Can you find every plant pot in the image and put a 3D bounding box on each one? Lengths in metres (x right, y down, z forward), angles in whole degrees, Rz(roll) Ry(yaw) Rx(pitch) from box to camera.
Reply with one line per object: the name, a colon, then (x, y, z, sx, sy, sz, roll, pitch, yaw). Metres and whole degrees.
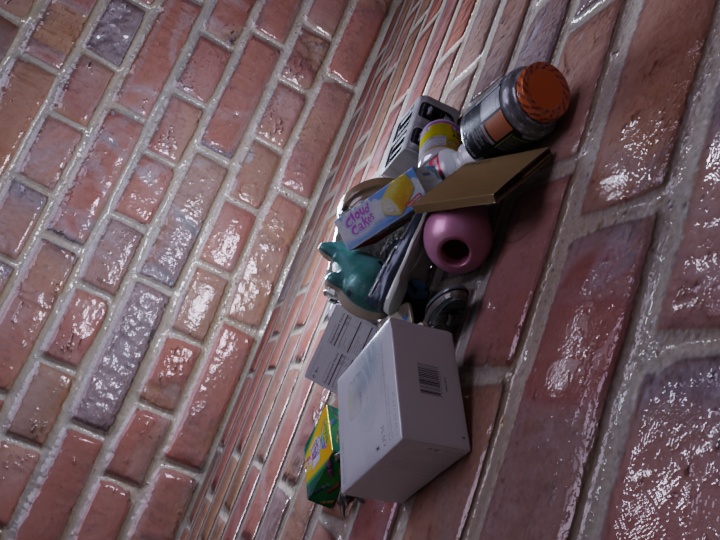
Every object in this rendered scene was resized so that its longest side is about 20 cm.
plant pot: (0.045, -0.119, 1.707, 0.202, 0.196, 0.094, -54, 37, 38)

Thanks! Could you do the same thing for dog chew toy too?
dog chew toy: (0.179, -0.085, 1.256, 0.125, 0.123, 0.202, -54, 9, 36)

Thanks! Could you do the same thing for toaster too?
toaster: (0.147, -0.311, 1.764, 0.200, 0.117, 0.184, -42, 26, 60)

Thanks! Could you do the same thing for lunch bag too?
lunch bag: (0.001, -0.026, 1.519, 0.137, 0.166, 0.206, 16, 96, 33)

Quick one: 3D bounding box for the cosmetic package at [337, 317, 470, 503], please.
cosmetic package: (0.056, 0.221, 1.092, 0.201, 0.120, 0.203, 126, 150, -43)

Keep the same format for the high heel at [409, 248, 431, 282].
high heel: (0.108, -0.017, 1.484, 0.202, 0.066, 0.096, -56, 25, 17)

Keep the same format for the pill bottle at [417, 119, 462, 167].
pill bottle: (0.178, -0.243, 1.546, 0.105, 0.102, 0.202, -54, 16, 37)

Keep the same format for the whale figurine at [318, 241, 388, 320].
whale figurine: (0.000, 0.000, 1.360, 0.201, 0.156, 0.105, 53, 128, 31)

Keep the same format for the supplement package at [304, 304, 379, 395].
supplement package: (-0.022, 0.167, 1.463, 0.200, 0.109, 0.159, 31, -96, -83)

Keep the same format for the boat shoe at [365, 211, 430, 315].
boat shoe: (0.069, -0.023, 1.255, 0.205, 0.061, 0.075, -69, -23, 0)

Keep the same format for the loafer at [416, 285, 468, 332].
loafer: (0.138, 0.103, 1.216, 0.201, 0.070, 0.064, 120, 148, -50)

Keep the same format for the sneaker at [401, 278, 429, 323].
sneaker: (0.085, 0.121, 1.387, 0.082, 0.072, 0.204, 97, -162, -74)

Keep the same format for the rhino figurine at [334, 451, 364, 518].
rhino figurine: (-0.008, 0.359, 1.314, 0.087, 0.059, 0.205, -22, 47, 56)

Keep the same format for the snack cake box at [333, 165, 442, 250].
snack cake box: (0.060, -0.119, 1.339, 0.198, 0.068, 0.114, -32, -5, 28)

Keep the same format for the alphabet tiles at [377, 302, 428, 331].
alphabet tiles: (0.071, 0.168, 1.248, 0.200, 0.014, 0.201, -39, 54, 54)

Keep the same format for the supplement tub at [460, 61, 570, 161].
supplement tub: (0.266, -0.269, 1.215, 0.199, 0.120, 0.125, -30, 37, 67)

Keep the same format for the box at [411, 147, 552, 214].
box: (0.200, -0.149, 1.178, 0.163, 0.022, 0.198, -38, 21, -30)

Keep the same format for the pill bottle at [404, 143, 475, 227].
pill bottle: (0.162, -0.171, 1.403, 0.198, 0.111, 0.112, -33, 28, 28)

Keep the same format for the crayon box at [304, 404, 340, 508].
crayon box: (-0.068, 0.390, 1.492, 0.121, 0.057, 0.200, -63, 13, 12)
